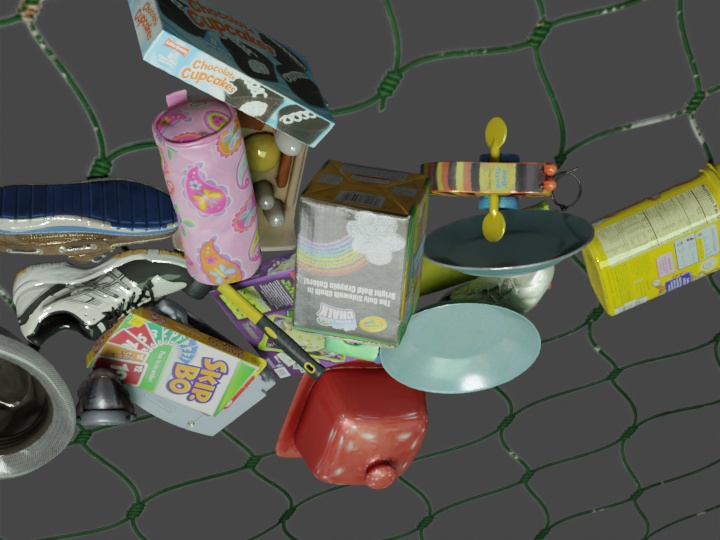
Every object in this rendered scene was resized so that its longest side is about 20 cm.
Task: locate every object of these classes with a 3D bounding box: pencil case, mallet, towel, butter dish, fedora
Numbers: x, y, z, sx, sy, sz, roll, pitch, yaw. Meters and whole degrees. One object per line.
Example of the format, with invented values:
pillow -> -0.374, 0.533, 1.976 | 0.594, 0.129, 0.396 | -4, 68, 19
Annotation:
pencil case -> -0.150, -0.079, 1.135 | 0.087, 0.088, 0.201 | -15, 134, -8
mallet -> -0.125, 0.057, 1.282 | 0.066, 0.200, 0.041 | -42, 177, 17
towel -> 0.145, -0.026, 1.420 | 0.198, 0.018, 0.086 | -18, 133, -5
butter dish -> 0.009, 0.222, 1.510 | 0.198, 0.148, 0.200 | 2, 131, -24
fedora -> -0.418, 0.131, 1.281 | 0.176, 0.091, 0.200 | -37, 124, 11

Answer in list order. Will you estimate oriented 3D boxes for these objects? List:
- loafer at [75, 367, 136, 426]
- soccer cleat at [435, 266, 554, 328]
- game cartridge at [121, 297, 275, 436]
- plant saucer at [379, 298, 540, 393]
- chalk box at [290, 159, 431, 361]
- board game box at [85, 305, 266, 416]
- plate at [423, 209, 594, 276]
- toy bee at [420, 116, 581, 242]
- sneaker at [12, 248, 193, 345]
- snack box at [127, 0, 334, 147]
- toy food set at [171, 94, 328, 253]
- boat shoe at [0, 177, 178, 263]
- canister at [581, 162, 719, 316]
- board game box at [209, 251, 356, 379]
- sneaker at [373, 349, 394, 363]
loafer -> -0.293, 0.146, 1.312 | 0.071, 0.064, 0.200 | -1, 174, -14
soccer cleat -> 0.157, 0.037, 1.427 | 0.077, 0.070, 0.200 | 13, 141, -43
game cartridge -> -0.216, 0.124, 1.391 | 0.133, 0.042, 0.200 | -34, 130, 18
plant saucer -> 0.121, 0.085, 1.410 | 0.199, 0.039, 0.202 | -2, 143, -2
chalk box -> 0.000, 0.000, 1.239 | 0.123, 0.124, 0.202 | 10, 117, 10
board game box -> -0.212, 0.110, 1.341 | 0.199, 0.030, 0.096 | 25, 119, -35
plate -> 0.168, -0.028, 1.300 | 0.198, 0.200, 0.026 | -13, 109, -11
toy bee -> 0.171, -0.110, 1.281 | 0.199, 0.109, 0.132 | -21, 93, -14
sneaker -> -0.273, 0.035, 1.235 | 0.198, 0.088, 0.076 | -10, 152, -4
snack box -> -0.121, -0.199, 1.064 | 0.199, 0.117, 0.037 | 24, 120, -38
toy food set -> -0.119, -0.099, 1.203 | 0.142, 0.061, 0.201 | -3, 133, -20
boat shoe -> -0.285, -0.049, 1.183 | 0.198, 0.073, 0.073 | 3, 139, -10
canister -> 0.390, -0.036, 1.461 | 0.199, 0.087, 0.149 | -24, 137, 3
board game box -> -0.086, 0.058, 1.375 | 0.119, 0.032, 0.200 | -12, 140, 17
sneaker -> 0.017, 0.039, 1.389 | 0.077, 0.070, 0.200 | -22, 136, 9
